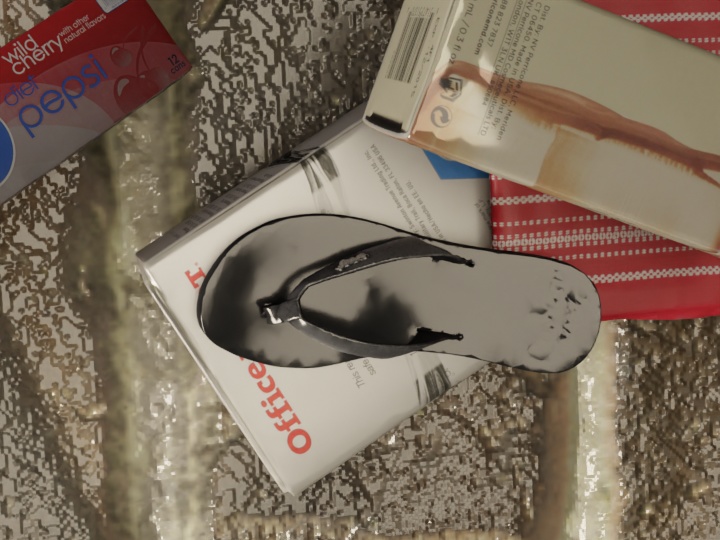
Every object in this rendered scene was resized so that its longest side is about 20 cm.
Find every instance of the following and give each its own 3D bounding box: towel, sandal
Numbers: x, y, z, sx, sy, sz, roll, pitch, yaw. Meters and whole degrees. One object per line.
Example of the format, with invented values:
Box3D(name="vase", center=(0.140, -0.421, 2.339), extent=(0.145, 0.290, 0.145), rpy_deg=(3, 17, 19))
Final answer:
Box3D(name="towel", center=(0.132, -0.070, 0.835), extent=(0.144, 0.022, 0.201), rpy_deg=(-5, 99, -13))
Box3D(name="sandal", center=(0.019, 0.012, 0.798), extent=(0.199, 0.043, 0.076), rpy_deg=(1, 97, -2))

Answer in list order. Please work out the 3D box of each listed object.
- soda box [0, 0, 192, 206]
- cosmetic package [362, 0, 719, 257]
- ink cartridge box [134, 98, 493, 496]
Box3D(name="soda box", center=(-0.181, -0.067, 0.800), extent=(0.200, 0.070, 0.063), rpy_deg=(-41, 101, -34))
Box3D(name="cosmetic package", center=(0.114, -0.072, 0.767), extent=(0.199, 0.103, 0.088), rpy_deg=(18, 95, -13))
Box3D(name="ink cartridge box", center=(0.000, 0.000, 0.869), extent=(0.200, 0.084, 0.146), rpy_deg=(-33, 102, -7))
